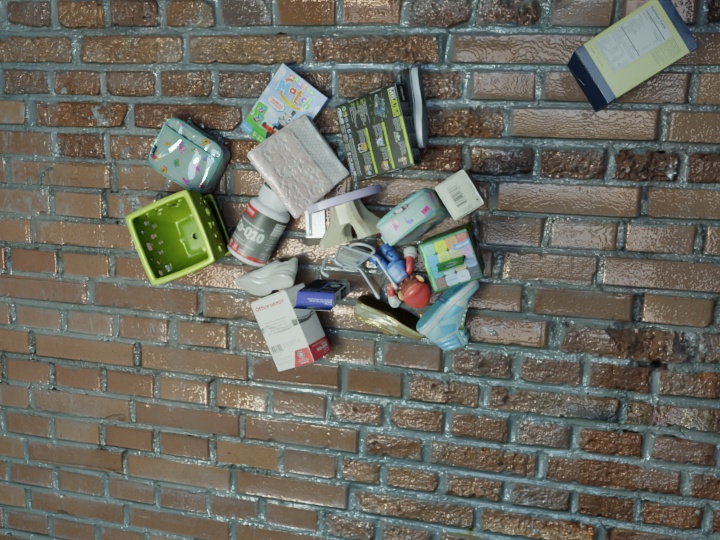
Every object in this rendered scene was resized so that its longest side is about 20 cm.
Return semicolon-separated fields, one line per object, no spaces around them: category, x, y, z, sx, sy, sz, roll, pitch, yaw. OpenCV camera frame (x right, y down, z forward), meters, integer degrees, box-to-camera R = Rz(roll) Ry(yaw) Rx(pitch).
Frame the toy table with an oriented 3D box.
toy table;-0.025;-0.133;1.576;0.200;0.184;0.117;-18;94;-9

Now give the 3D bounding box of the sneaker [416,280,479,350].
sneaker;0.251;0.117;1.599;0.200;0.080;0.131;-45;101;5

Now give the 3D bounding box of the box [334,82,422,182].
box;0.042;-0.335;1.557;0.193;0.048;0.200;-11;96;35

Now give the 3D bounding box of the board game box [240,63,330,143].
board game box;-0.196;-0.408;1.640;0.151;0.037;0.200;39;103;5

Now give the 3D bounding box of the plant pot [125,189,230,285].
plant pot;-0.462;-0.092;1.671;0.200;0.181;0.199;-20;94;14

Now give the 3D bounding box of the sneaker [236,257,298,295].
sneaker;-0.244;0.010;1.698;0.200;0.089;0.075;-9;138;34

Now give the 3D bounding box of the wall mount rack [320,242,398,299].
wall mount rack;0.000;0.000;1.586;0.174;0.200;0.075;20;70;-15

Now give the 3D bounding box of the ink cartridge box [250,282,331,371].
ink cartridge box;-0.183;0.149;1.669;0.147;0.083;0.200;-20;93;39

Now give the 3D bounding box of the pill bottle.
pill bottle;-0.256;-0.121;1.654;0.114;0.114;0.200;31;103;7

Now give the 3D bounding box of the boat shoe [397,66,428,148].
boat shoe;0.123;-0.397;1.550;0.068;0.074;0.200;-6;94;20

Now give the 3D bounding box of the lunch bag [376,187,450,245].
lunch bag;0.126;-0.124;1.514;0.160;0.200;0.077;-34;82;18

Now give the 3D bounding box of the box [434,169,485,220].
box;0.239;-0.180;1.488;0.078;0.200;0.095;-32;89;15

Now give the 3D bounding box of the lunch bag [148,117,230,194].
lunch bag;-0.460;-0.310;1.693;0.200;0.077;0.160;32;104;7

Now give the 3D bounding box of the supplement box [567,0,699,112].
supplement box;0.579;-0.464;1.370;0.200;0.200;0.134;-32;91;16

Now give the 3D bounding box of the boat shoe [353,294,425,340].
boat shoe;0.076;0.133;1.643;0.200;0.074;0.066;27;119;6

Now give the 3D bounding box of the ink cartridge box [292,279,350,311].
ink cartridge box;-0.096;0.060;1.599;0.099;0.200;0.039;3;102;12

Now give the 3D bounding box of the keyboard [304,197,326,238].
keyboard;-0.122;-0.185;1.670;0.056;0.011;0.200;-1;98;8

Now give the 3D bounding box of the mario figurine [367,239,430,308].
mario figurine;0.106;0.014;1.625;0.200;0.106;0.123;51;142;12

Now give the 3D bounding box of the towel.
towel;-0.152;-0.264;1.589;0.191;0.032;0.200;-40;102;-15

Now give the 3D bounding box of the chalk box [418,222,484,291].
chalk box;0.220;-0.031;1.513;0.125;0.200;0.124;-19;93;14
